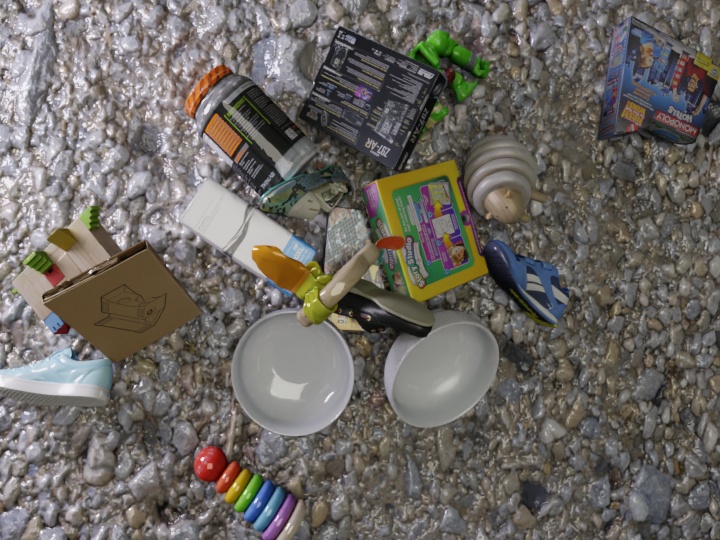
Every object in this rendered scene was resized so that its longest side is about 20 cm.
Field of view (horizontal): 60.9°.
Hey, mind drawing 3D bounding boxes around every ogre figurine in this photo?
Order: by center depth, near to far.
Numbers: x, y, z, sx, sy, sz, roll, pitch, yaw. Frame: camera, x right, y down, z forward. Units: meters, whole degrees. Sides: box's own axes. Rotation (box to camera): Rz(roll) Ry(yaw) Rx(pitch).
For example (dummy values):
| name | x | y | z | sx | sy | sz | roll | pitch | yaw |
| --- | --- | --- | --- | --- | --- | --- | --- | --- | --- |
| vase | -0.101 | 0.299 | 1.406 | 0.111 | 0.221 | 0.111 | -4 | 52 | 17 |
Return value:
| name | x | y | z | sx | sy | sz | roll | pitch | yaw |
| --- | --- | --- | --- | --- | --- | --- | --- | --- | --- |
| ogre figurine | 0.121 | -0.322 | 1.028 | 0.198 | 0.098 | 0.121 | -37 | 104 | 8 |

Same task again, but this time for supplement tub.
| name | x | y | z | sx | sy | sz | roll | pitch | yaw |
| --- | --- | --- | --- | --- | --- | --- | --- | --- | --- |
| supplement tub | -0.174 | -0.218 | 0.974 | 0.200 | 0.122 | 0.123 | 45 | 84 | -5 |

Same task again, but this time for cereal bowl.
| name | x | y | z | sx | sy | sz | roll | pitch | yaw |
| --- | --- | --- | --- | --- | --- | --- | --- | --- | --- |
| cereal bowl | -0.106 | 0.156 | 0.992 | 0.194 | 0.083 | 0.206 | 0 | 98 | -1 |
| cereal bowl | 0.123 | 0.150 | 1.005 | 0.195 | 0.084 | 0.205 | -11 | 121 | -19 |

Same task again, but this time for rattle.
| name | x | y | z | sx | sy | sz | roll | pitch | yaw |
| --- | --- | --- | --- | --- | --- | --- | --- | --- | --- |
| rattle | -0.043 | -0.026 | 0.892 | 0.142 | 0.131 | 0.200 | 38 | 66 | 11 |

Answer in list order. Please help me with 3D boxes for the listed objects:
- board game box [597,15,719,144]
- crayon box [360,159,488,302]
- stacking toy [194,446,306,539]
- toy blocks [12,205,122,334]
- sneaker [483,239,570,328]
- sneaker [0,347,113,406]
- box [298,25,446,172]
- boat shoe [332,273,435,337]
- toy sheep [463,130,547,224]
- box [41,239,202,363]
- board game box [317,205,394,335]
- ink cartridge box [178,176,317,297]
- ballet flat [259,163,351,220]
| name | x | y | z | sx | sy | sz | roll | pitch | yaw |
| --- | --- | --- | --- | --- | --- | --- | --- | --- | --- |
| board game box | 0.517 | -0.310 | 1.098 | 0.196 | 0.062 | 0.204 | 23 | 88 | -7 |
| crayon box | 0.108 | -0.063 | 1.015 | 0.169 | 0.058 | 0.205 | -19 | 92 | -29 |
| stacking toy | -0.186 | 0.359 | 0.992 | 0.198 | 0.085 | 0.086 | 37 | 85 | -2 |
| toy blocks | -0.431 | 0.021 | 0.946 | 0.199 | 0.100 | 0.138 | -40 | 91 | 7 |
| sneaker | 0.287 | 0.009 | 1.054 | 0.200 | 0.074 | 0.083 | 45 | 81 | -21 |
| sneaker | -0.484 | 0.164 | 0.966 | 0.194 | 0.075 | 0.084 | 6 | 59 | -3 |
| box | 0.016 | -0.274 | 0.980 | 0.197 | 0.043 | 0.163 | 30 | 100 | 21 |
| boat shoe | 0.029 | 0.063 | 0.948 | 0.198 | 0.073 | 0.065 | 20 | 107 | 36 |
| toy sheep | 0.235 | -0.158 | 1.026 | 0.134 | 0.140 | 0.204 | 2 | 48 | -7 |
| box | -0.348 | 0.052 | 0.922 | 0.161 | 0.202 | 0.021 | -29 | 57 | -8 |
| board game box | 0.000 | 0.000 | 1.039 | 0.131 | 0.035 | 0.206 | 6 | 89 | -8 |
| ink cartridge box | -0.172 | -0.048 | 0.961 | 0.198 | 0.145 | 0.085 | 34 | 85 | -6 |
| ballet flat | -0.075 | -0.117 | 0.962 | 0.199 | 0.073 | 0.075 | -36 | 96 | -49 |
